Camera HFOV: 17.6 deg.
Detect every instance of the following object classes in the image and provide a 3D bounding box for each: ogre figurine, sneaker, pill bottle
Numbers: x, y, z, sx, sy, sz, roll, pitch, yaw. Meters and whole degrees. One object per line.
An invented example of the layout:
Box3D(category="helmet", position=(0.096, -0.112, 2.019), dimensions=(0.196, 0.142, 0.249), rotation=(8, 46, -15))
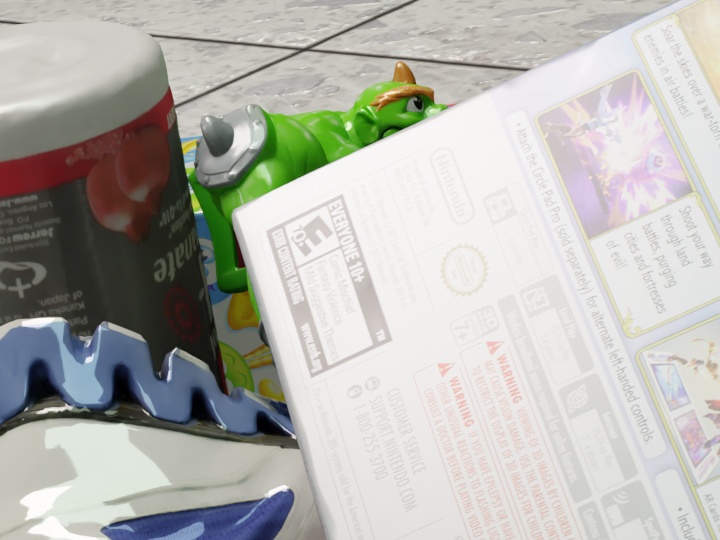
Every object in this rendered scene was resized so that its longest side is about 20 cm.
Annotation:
Box3D(category="ogre figurine", position=(0.000, 0.000, 0.787), dimensions=(0.098, 0.120, 0.200), rotation=(-32, -9, 38))
Box3D(category="sneaker", position=(-0.022, 0.092, 0.626), dimensions=(0.199, 0.081, 0.115), rotation=(12, 53, -3))
Box3D(category="pill bottle", position=(-0.103, 0.025, 0.786), dimensions=(0.110, 0.200, 0.111), rotation=(-8, 21, 3))

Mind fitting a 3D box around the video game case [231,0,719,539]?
Box3D(category="video game case", position=(0.078, 0.030, 0.541), dimensions=(0.181, 0.045, 0.200), rotation=(-25, 50, 8))

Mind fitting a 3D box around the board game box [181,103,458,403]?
Box3D(category="board game box", position=(-0.033, 0.003, 0.953), dimensions=(0.199, 0.103, 0.105), rotation=(-6, 21, 8))
